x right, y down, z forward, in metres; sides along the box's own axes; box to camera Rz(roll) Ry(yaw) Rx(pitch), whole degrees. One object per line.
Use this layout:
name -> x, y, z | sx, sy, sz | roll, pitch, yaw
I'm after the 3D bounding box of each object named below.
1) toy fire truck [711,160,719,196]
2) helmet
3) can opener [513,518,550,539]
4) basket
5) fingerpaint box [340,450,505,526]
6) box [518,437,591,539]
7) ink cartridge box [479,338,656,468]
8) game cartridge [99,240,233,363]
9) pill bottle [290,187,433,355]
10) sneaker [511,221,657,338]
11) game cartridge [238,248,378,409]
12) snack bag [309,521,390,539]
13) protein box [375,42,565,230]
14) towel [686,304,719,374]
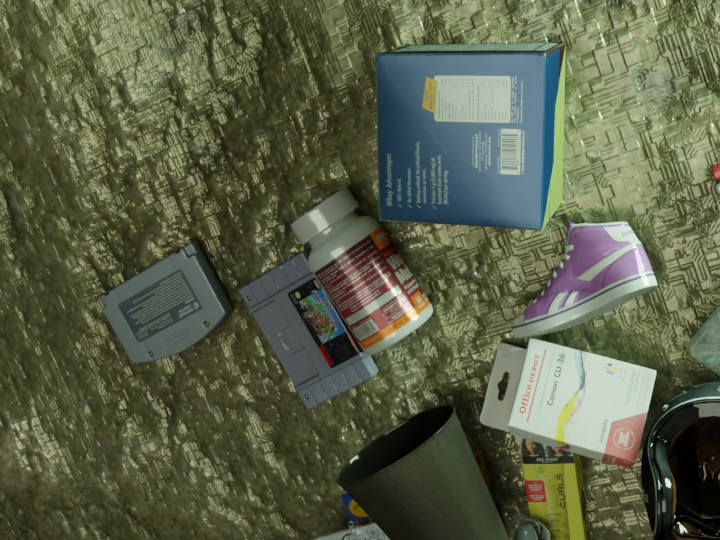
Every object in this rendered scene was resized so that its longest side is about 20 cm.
toy fire truck -> 0.497, -0.057, 1.118 | 0.140, 0.049, 0.202 | -25, 94, 26
helmet -> 0.418, 0.233, 1.159 | 0.197, 0.192, 0.201 | 11, 149, 7
can opener -> 0.218, 0.424, 1.309 | 0.053, 0.066, 0.203 | 11, 105, 48
basket -> 0.095, 0.301, 1.267 | 0.179, 0.136, 0.201 | -31, 97, 14
fingerpaint box -> 0.093, 0.356, 1.394 | 0.198, 0.073, 0.169 | -14, 100, 25
box -> 0.257, 0.288, 1.319 | 0.074, 0.050, 0.203 | -4, 105, 22
ink cartridge box -> 0.253, 0.159, 1.240 | 0.198, 0.068, 0.118 | 13, 76, 15
game cartridge -> -0.287, 0.056, 1.482 | 0.199, 0.042, 0.134 | -26, 99, 27
pill bottle -> 0.000, 0.000, 1.305 | 0.109, 0.109, 0.201 | -32, 92, 27
sneaker -> 0.260, 0.007, 1.234 | 0.199, 0.072, 0.115 | -30, 74, 32
game cartridge -> -0.073, 0.083, 1.404 | 0.129, 0.038, 0.201 | -29, 94, 31
snack bag -> 0.031, 0.435, 1.394 | 0.198, 0.021, 0.190 | -21, 98, 29
protein box -> 0.132, -0.164, 1.187 | 0.198, 0.135, 0.201 | 4, 108, 21
towel -> 0.499, 0.084, 1.129 | 0.199, 0.048, 0.172 | 29, 130, 5
